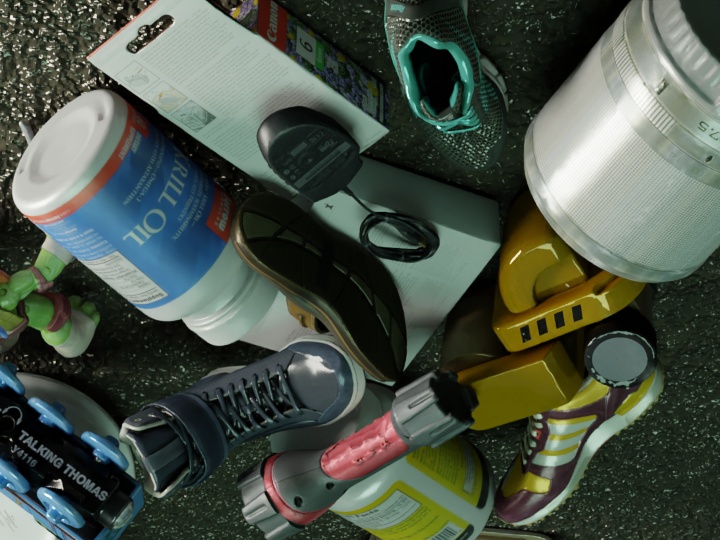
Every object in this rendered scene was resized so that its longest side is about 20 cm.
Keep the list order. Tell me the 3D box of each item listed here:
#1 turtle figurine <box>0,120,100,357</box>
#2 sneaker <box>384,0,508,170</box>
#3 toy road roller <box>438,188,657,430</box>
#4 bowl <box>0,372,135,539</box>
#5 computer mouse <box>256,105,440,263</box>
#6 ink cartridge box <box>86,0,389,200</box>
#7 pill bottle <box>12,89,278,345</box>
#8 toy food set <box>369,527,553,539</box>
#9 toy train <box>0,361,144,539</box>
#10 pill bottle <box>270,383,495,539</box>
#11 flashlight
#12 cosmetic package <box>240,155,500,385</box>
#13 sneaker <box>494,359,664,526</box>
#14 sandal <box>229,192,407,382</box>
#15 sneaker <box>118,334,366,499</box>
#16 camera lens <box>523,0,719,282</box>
[{"bbox_3d":[-0.279,-0.014,1.511,0.143,0.201,0.194,-28,157,-1],"label":"turtle figurine"},{"bbox_3d":[0.057,-0.128,1.363,0.077,0.092,0.200,-12,138,15],"label":"sneaker"},{"bbox_3d":[0.135,0.019,1.519,0.199,0.123,0.146,-22,120,23],"label":"toy road roller"},{"bbox_3d":[-0.302,0.195,1.692,0.200,0.091,0.202,2,119,3],"label":"bowl"},{"bbox_3d":[-0.007,-0.063,1.415,0.059,0.034,0.200,-36,135,13],"label":"computer mouse"},{"bbox_3d":[-0.084,-0.139,1.384,0.109,0.051,0.200,-32,129,32],"label":"ink cartridge box"},{"bbox_3d":[-0.153,-0.033,1.447,0.112,0.113,0.200,-28,128,29],"label":"pill bottle"},{"bbox_3d":[0.089,0.313,1.897,0.199,0.061,0.144,7,138,-8],"label":"toy food set"},{"bbox_3d":[-0.266,0.152,1.576,0.200,0.087,0.114,34,157,10],"label":"toy train"},{"bbox_3d":[0.019,0.166,1.668,0.114,0.115,0.200,-25,141,26],"label":"pill bottle"},{"bbox_3d":[-0.006,0.142,1.515,0.200,0.068,0.068,-33,112,29],"label":"flashlight"},{"bbox_3d":[0.000,0.000,1.542,0.150,0.052,0.200,16,137,-19],"label":"cosmetic package"},{"bbox_3d":[0.165,0.129,1.659,0.090,0.075,0.200,31,108,-26],"label":"sneaker"},{"bbox_3d":[-0.035,0.015,1.468,0.054,0.082,0.200,-16,139,42],"label":"sandal"},{"bbox_3d":[-0.100,0.118,1.533,0.202,0.146,0.077,-21,96,44],"label":"sneaker"},{"bbox_3d":[0.220,-0.102,1.342,0.159,0.161,0.200,19,136,-21],"label":"camera lens"}]
